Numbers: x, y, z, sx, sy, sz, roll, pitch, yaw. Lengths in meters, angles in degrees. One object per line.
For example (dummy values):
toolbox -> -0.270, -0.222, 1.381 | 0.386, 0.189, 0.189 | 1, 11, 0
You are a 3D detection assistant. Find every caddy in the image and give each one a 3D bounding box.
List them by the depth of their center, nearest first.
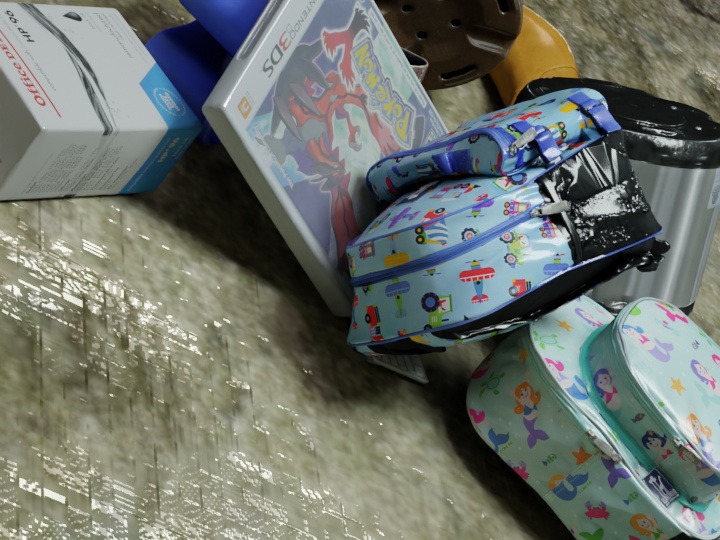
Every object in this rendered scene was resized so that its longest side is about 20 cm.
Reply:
caddy -> -0.072, -0.166, 1.658 | 0.105, 0.141, 0.200 | 40, 28, 3

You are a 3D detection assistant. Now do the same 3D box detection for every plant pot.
plant pot -> 0.055, -0.270, 1.938 | 0.200, 0.200, 0.198 | 28, 39, -25

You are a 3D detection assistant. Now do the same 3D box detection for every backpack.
backpack -> 0.074, -0.024, 1.547 | 0.200, 0.183, 0.135 | -26, 98, -33
backpack -> 0.178, 0.105, 1.598 | 0.200, 0.151, 0.178 | 40, 28, 7

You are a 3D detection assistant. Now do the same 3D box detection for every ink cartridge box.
ink cartridge box -> -0.209, -0.109, 1.475 | 0.116, 0.068, 0.200 | 52, 29, 20

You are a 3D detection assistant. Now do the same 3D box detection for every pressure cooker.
pressure cooker -> 0.180, -0.031, 1.744 | 0.176, 0.200, 0.179 | 2, 20, -28

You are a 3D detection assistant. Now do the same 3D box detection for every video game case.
video game case -> -0.018, -0.101, 1.584 | 0.200, 0.023, 0.182 | 58, 46, -36

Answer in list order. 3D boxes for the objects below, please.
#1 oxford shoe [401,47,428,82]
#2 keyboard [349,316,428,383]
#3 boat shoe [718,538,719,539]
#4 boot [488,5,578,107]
oxford shoe -> -0.036, -0.198, 1.821 | 0.200, 0.073, 0.071 | 34, 29, -14
keyboard -> 0.000, 0.000, 1.653 | 0.056, 0.011, 0.200 | 19, 35, -37
boat shoe -> 0.329, 0.243, 1.678 | 0.200, 0.069, 0.057 | 43, 22, -12
boot -> 0.147, -0.154, 1.999 | 0.201, 0.071, 0.144 | 50, 25, 4
